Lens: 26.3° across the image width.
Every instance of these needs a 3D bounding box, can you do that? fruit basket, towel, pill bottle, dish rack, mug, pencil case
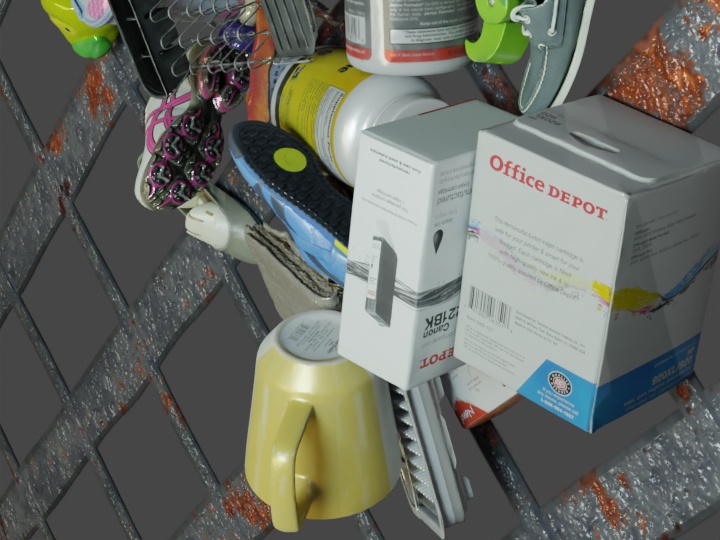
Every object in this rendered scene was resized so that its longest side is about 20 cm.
[{"bbox_3d":[-0.322,-0.340,1.715,0.215,0.155,0.217,-3,86,45],"label":"fruit basket"},{"bbox_3d":[-0.050,0.033,1.539,0.200,0.034,0.133,42,160,52],"label":"towel"},{"bbox_3d":[0.042,-0.272,1.295,0.116,0.115,0.201,20,119,46],"label":"pill bottle"},{"bbox_3d":[-0.134,-0.239,1.376,0.199,0.055,0.154,0,122,38],"label":"dish rack"},{"bbox_3d":[-0.030,0.131,1.402,0.187,0.148,0.154,-119,23,-52],"label":"mug"},{"bbox_3d":[0.058,0.154,1.452,0.200,0.043,0.173,-176,70,-83],"label":"dish rack"},{"bbox_3d":[0.009,-0.129,1.366,0.200,0.112,0.113,31,128,57],"label":"pill bottle"},{"bbox_3d":[-0.185,-0.280,1.513,0.091,0.199,0.084,-35,70,44],"label":"pencil case"}]

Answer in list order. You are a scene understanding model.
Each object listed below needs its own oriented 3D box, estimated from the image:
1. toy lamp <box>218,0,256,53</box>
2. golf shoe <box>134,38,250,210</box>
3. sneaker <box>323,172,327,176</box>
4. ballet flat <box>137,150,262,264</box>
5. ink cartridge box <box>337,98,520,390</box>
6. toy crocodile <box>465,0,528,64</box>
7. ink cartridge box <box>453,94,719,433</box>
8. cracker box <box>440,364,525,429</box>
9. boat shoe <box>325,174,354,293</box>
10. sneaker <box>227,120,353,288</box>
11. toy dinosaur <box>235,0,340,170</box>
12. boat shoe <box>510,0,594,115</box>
[{"bbox_3d":[-0.086,-0.308,1.471,0.058,0.058,0.201,36,118,37],"label":"toy lamp"},{"bbox_3d":[-0.178,-0.140,1.527,0.092,0.201,0.073,-5,142,41],"label":"golf shoe"},{"bbox_3d":[-0.007,-0.010,1.484,0.201,0.088,0.077,60,141,14],"label":"sneaker"},{"bbox_3d":[-0.179,-0.068,1.697,0.200,0.063,0.068,46,136,30],"label":"ballet flat"},{"bbox_3d":[0.065,-0.022,1.253,0.084,0.144,0.201,28,124,37],"label":"ink cartridge box"},{"bbox_3d":[0.119,-0.263,1.241,0.062,0.067,0.201,23,121,46],"label":"toy crocodile"},{"bbox_3d":[0.180,-0.011,1.201,0.147,0.144,0.201,30,126,38],"label":"ink cartridge box"},{"bbox_3d":[0.100,0.025,1.391,0.134,0.057,0.201,-43,71,50],"label":"cracker box"},{"bbox_3d":[0.000,0.000,1.403,0.200,0.068,0.072,53,137,23],"label":"boat shoe"},{"bbox_3d":[-0.049,-0.047,1.342,0.200,0.066,0.079,43,140,17],"label":"sneaker"},{"bbox_3d":[-0.094,-0.185,1.484,0.182,0.199,0.105,-54,40,12],"label":"toy dinosaur"},{"bbox_3d":[0.148,-0.211,1.210,0.073,0.061,0.201,-99,21,-58],"label":"boat shoe"}]
